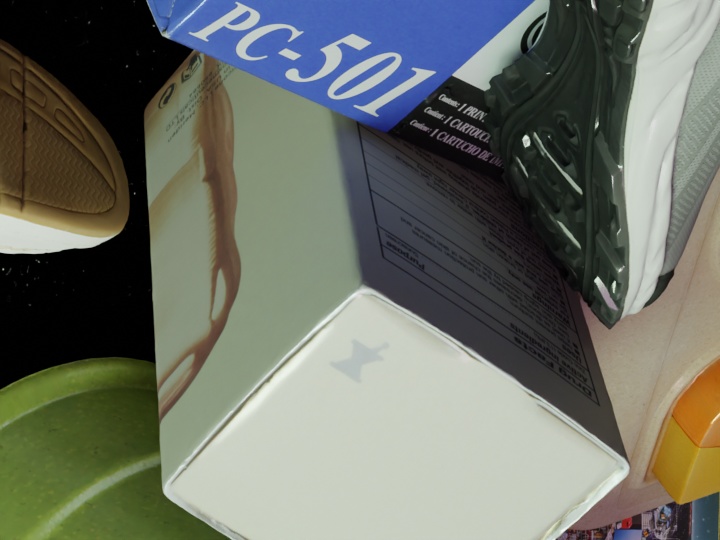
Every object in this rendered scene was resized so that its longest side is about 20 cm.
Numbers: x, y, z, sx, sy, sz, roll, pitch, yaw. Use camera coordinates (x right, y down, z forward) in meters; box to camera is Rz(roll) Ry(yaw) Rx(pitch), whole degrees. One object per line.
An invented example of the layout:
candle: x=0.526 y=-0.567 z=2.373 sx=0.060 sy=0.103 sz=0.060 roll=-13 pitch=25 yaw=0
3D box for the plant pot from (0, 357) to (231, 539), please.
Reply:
plant pot: x=-0.036 y=0.149 z=0.720 sx=0.200 sy=0.189 sz=0.201 roll=-22 pitch=122 yaw=-42

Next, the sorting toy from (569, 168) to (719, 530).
sorting toy: x=0.161 y=0.003 z=0.768 sx=0.199 sy=0.037 sz=0.186 roll=-12 pitch=137 yaw=-24

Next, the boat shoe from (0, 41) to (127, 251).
boat shoe: x=-0.165 y=-0.041 z=0.712 sx=0.199 sy=0.071 sz=0.069 roll=19 pitch=134 yaw=-36

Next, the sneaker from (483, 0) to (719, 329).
sneaker: x=0.083 y=-0.057 z=0.620 sx=0.079 sy=0.074 sz=0.201 roll=-22 pitch=148 yaw=-20

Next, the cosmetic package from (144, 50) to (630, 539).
cosmetic package: x=0.000 y=0.000 z=0.706 sx=0.103 sy=0.200 sz=0.087 roll=35 pitch=113 yaw=-25

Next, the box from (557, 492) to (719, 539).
box: x=0.067 y=0.139 z=0.833 sx=0.136 sy=0.038 sz=0.201 roll=3 pitch=86 yaw=-14

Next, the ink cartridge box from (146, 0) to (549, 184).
ink cartridge box: x=0.038 y=-0.079 z=0.664 sx=0.094 sy=0.044 sz=0.200 roll=-41 pitch=143 yaw=24
